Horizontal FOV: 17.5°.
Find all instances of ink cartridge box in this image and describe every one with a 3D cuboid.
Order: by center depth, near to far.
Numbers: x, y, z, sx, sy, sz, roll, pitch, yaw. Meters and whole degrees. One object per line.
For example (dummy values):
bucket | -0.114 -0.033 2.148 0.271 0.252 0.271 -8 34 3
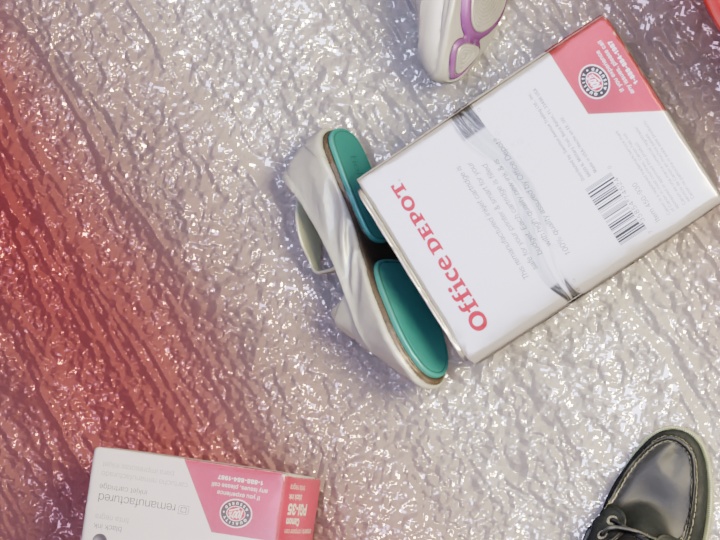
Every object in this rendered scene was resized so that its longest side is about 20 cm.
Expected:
ink cartridge box | 0.120 -0.052 1.555 0.199 0.083 0.147 -33 85 9
ink cartridge box | -0.117 0.230 1.595 0.145 0.083 0.202 6 85 16

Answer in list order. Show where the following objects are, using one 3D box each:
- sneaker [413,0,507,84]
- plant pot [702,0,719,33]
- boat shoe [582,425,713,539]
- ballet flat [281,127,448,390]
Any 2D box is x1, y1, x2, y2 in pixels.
sneaker | 0.050 -0.225 1.618 0.099 0.075 0.202 -2 77 27
plant pot | 0.325 -0.188 1.464 0.199 0.182 0.202 -4 79 23
boat shoe | 0.174 0.196 1.528 0.074 0.066 0.200 26 91 17
ballet flat | 0.000 0.000 1.607 0.069 0.069 0.201 -26 73 11
